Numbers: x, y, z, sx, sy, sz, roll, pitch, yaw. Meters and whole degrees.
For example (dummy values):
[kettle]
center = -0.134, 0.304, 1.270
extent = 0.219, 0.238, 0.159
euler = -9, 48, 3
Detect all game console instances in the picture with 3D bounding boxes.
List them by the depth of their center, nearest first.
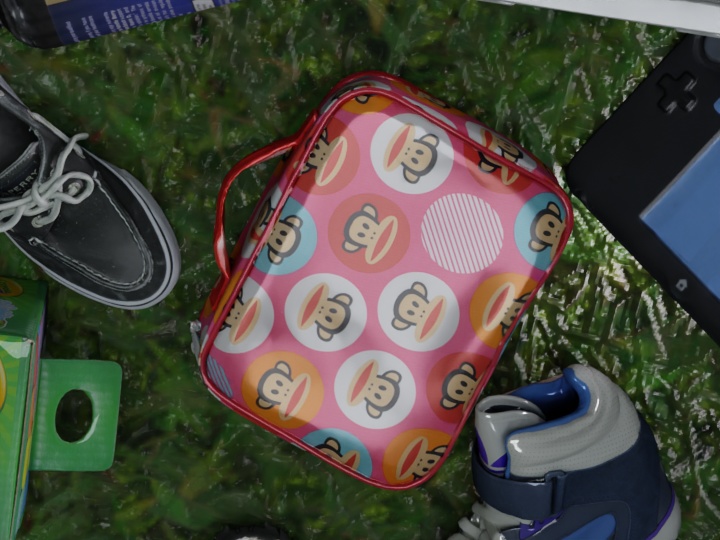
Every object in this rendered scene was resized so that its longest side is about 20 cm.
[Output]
[game console]
center = 0.226, -0.048, 1.317
extent = 0.177, 0.031, 0.200
euler = -45, 62, 7

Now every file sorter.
[file sorter]
center = 0.129, -0.189, 1.233
extent = 0.138, 0.200, 0.125
euler = 10, 99, 6

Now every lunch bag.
[lunch bag]
center = 0.000, 0.000, 1.346
extent = 0.176, 0.082, 0.201
euler = 29, 101, -9

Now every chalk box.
[chalk box]
center = -0.228, 0.071, 1.329
extent = 0.199, 0.124, 0.126
euler = 6, 103, -4

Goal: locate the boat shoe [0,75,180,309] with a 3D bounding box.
[boat shoe]
center = -0.174, -0.051, 1.331
extent = 0.074, 0.068, 0.200
euler = -39, 102, 6

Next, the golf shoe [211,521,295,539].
[golf shoe]
center = -0.044, 0.241, 1.395
extent = 0.077, 0.095, 0.201
euler = -11, 102, 1

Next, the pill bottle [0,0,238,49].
[pill bottle]
center = -0.133, -0.177, 1.281
extent = 0.199, 0.112, 0.112
euler = -15, 104, 0

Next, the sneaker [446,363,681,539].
[sneaker]
center = 0.071, 0.134, 1.364
extent = 0.200, 0.081, 0.147
euler = -35, 123, -3
